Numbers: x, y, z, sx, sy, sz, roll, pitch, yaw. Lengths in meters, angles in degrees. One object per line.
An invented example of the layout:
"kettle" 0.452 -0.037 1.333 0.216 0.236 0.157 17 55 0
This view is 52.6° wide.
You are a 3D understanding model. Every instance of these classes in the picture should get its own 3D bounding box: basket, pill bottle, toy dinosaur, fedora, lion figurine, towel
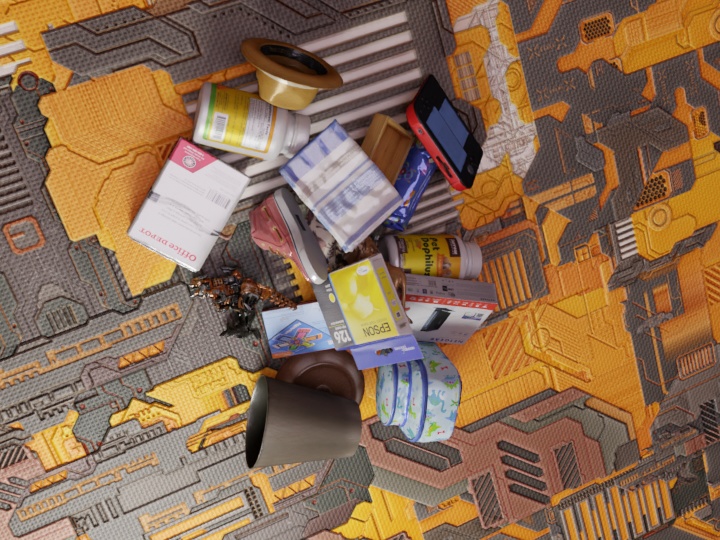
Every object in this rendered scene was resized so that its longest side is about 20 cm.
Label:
"basket" -0.109 0.303 1.423 0.199 0.136 0.181 10 94 -22
"pill bottle" 0.139 -0.018 1.472 0.199 0.109 0.110 -1 102 -16
"toy dinosaur" -0.226 0.061 1.392 0.199 0.102 0.137 4 82 8
"fedora" -0.128 -0.340 1.292 0.200 0.201 0.082 14 120 -19
"lion figurine" 0.034 0.006 1.361 0.072 0.199 0.123 -15 129 -53
"pill bottle" -0.196 -0.262 1.317 0.199 0.111 0.112 11 99 -19
"towel" -0.033 -0.152 1.316 0.147 0.024 0.200 -41 98 -5
"toy dinosaur" 0.000 0.000 1.446 0.088 0.047 0.201 2 99 22

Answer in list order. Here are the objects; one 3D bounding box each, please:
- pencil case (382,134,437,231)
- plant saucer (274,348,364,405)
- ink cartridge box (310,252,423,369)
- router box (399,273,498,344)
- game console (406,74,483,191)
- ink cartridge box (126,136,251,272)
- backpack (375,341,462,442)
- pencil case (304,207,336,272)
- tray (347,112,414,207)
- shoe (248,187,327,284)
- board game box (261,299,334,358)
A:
"pencil case" 0.098 -0.174 1.438 0.078 0.087 0.201 27 95 -38
"plant saucer" -0.082 0.253 1.506 0.199 0.037 0.202 -4 104 -16
"ink cartridge box" 0.005 0.086 1.338 0.047 0.197 0.201 -20 90 -39
"router box" 0.149 0.081 1.464 0.199 0.180 0.049 6 56 -14
"game console" 0.168 -0.266 1.410 0.200 0.031 0.177 52 40 -20
"ink cartridge box" -0.313 -0.121 1.328 0.145 0.083 0.201 30 93 -20
"backpack" 0.112 0.249 1.475 0.146 0.200 0.184 3 102 -17
"pencil case" -0.062 -0.102 1.408 0.089 0.078 0.201 19 96 9
"tray" 0.026 -0.184 1.381 0.098 0.037 0.201 25 89 -52
"shoe" -0.137 -0.049 1.361 0.091 0.071 0.201 -32 74 20
"board game box" -0.088 0.109 1.449 0.199 0.019 0.104 -10 104 4
